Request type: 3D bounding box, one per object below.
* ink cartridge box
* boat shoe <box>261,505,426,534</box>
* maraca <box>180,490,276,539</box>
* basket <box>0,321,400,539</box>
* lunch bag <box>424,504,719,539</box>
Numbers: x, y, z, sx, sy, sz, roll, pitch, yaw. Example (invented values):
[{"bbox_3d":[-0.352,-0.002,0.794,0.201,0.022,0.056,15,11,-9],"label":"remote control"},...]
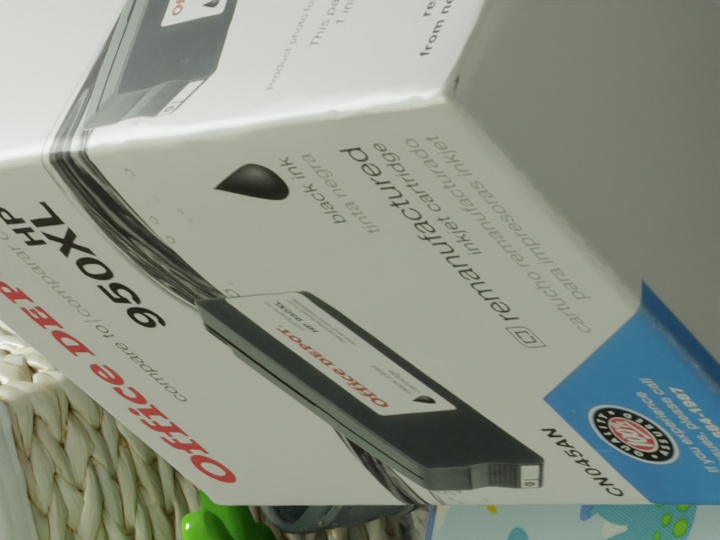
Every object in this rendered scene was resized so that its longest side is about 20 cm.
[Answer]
[{"bbox_3d":[0.004,-0.016,0.649,0.200,0.084,0.145,-5,140,46],"label":"ink cartridge box"},{"bbox_3d":[-0.001,0.000,0.840,0.070,0.071,0.201,39,138,39],"label":"boat shoe"},{"bbox_3d":[-0.013,0.160,0.849,0.137,0.107,0.200,-81,-28,-82],"label":"maraca"},{"bbox_3d":[-0.102,0.090,0.975,0.200,0.161,0.199,16,124,51],"label":"basket"},{"bbox_3d":[0.084,0.102,0.666,0.161,0.082,0.200,-18,52,47],"label":"lunch bag"}]
